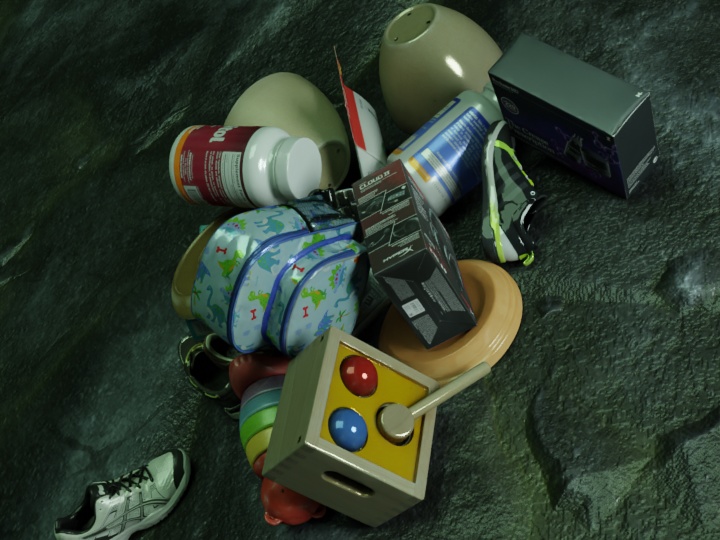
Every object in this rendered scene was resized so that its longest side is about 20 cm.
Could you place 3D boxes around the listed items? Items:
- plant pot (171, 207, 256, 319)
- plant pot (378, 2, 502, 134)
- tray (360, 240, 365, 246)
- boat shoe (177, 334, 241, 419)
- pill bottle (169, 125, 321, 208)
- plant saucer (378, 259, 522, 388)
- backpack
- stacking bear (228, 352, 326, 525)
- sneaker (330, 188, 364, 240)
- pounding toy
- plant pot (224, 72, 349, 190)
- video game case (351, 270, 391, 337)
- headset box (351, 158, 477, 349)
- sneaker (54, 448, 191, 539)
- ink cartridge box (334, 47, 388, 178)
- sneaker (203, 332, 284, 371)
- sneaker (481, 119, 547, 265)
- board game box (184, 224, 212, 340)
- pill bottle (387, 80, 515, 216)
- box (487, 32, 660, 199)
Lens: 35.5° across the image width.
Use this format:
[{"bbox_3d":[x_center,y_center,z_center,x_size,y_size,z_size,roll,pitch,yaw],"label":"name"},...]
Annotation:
[{"bbox_3d":[-0.198,-0.020,1.576,0.199,0.027,0.201,-32,33,24],"label":"plant pot"},{"bbox_3d":[0.105,-0.328,1.727,0.199,0.135,0.201,-22,41,20],"label":"plant pot"},{"bbox_3d":[0.000,0.000,1.577,0.200,0.022,0.107,-41,38,-3],"label":"tray"},{"bbox_3d":[-0.209,0.134,1.577,0.072,0.061,0.201,-46,39,-9],"label":"boat shoe"},{"bbox_3d":[-0.157,-0.143,1.558,0.198,0.113,0.114,5,55,31],"label":"pill bottle"},{"bbox_3d":[0.107,0.061,1.421,0.199,0.038,0.201,-21,42,20],"label":"plant saucer"},{"bbox_3d":[-0.091,0.013,1.355,0.147,0.199,0.184,37,122,34],"label":"backpack"},{"bbox_3d":[-0.092,0.213,1.374,0.120,0.114,0.201,-3,51,-12],"label":"stacking bear"},{"bbox_3d":[-0.042,-0.083,1.612,0.198,0.079,0.089,-7,18,15],"label":"sneaker"},{"bbox_3d":[0.023,0.168,1.280,0.142,0.199,0.185,-41,28,45],"label":"pounding toy"},{"bbox_3d":[-0.093,-0.177,1.689,0.134,0.201,0.200,34,75,37],"label":"plant pot"},{"bbox_3d":[-0.077,0.028,1.523,0.182,0.023,0.200,-45,67,3],"label":"video game case"},{"bbox_3d":[0.064,-0.028,1.394,0.077,0.149,0.201,-26,39,13],"label":"headset box"},{"bbox_3d":[-0.311,0.301,1.473,0.200,0.088,0.076,-43,37,-8],"label":"sneaker"},{"bbox_3d":[0.008,-0.204,1.628,0.050,0.201,0.162,-11,42,0],"label":"ink cartridge box"},{"bbox_3d":[-0.109,0.106,1.458,0.198,0.076,0.071,-4,75,16],"label":"sneaker"},{"bbox_3d":[0.203,-0.100,1.466,0.082,0.072,0.202,-3,73,17],"label":"sneaker"},{"bbox_3d":[-0.168,0.006,1.647,0.149,0.047,0.201,-8,42,8],"label":"board game box"},{"bbox_3d":[0.144,-0.177,1.566,0.200,0.112,0.112,-40,38,-3],"label":"pill bottle"},{"bbox_3d":[0.270,-0.196,1.422,0.199,0.141,0.079,35,75,34],"label":"box"}]
